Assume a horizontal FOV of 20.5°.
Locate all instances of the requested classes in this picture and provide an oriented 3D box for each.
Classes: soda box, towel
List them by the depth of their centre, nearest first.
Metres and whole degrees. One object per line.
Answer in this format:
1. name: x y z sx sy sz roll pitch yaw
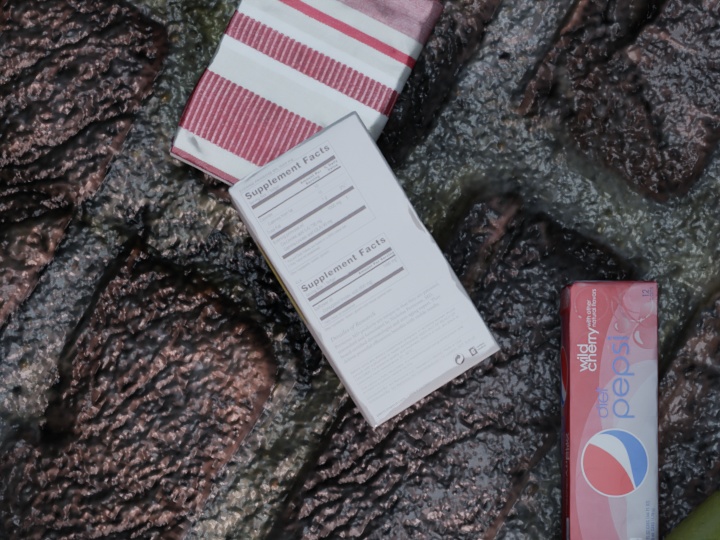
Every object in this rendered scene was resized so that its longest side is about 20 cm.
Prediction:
1. soda box: 0.184 0.109 1.472 0.070 0.063 0.201 0 84 1
2. towel: -0.043 -0.148 1.525 0.144 0.023 0.200 27 86 1

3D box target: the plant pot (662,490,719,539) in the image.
1. plant pot: 0.241 0.262 1.381 0.200 0.200 0.184 39 88 4

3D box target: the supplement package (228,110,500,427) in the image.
1. supplement package: 0.000 0.000 1.453 0.109 0.114 0.200 -32 89 -3
